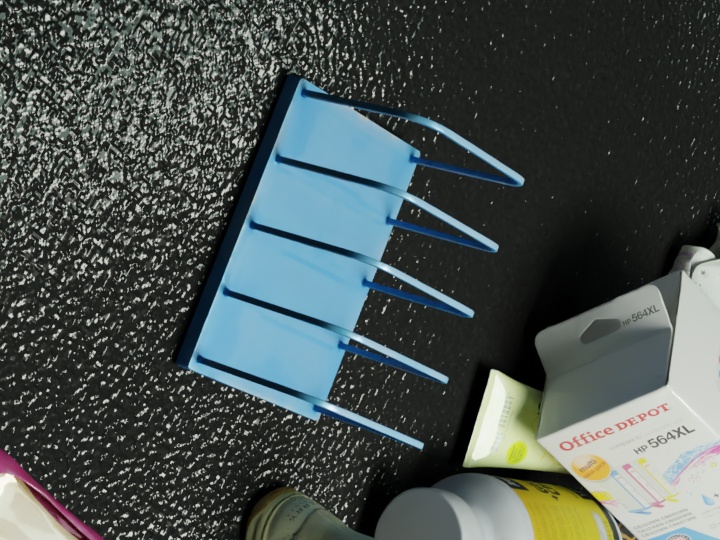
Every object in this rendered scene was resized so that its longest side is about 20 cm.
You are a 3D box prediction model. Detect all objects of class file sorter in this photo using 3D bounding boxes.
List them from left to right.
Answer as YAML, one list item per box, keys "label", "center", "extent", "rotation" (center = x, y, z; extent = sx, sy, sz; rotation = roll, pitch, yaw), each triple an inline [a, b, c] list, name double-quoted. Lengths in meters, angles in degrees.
- label: "file sorter"
  center: [0.000, 0.000, 1.244]
  extent: [0.139, 0.123, 0.200]
  rotation: [27, 82, -49]

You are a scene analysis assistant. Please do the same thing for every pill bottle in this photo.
- label: "pill bottle"
  center: [0.102, 0.210, 1.436]
  extent: [0.200, 0.112, 0.112]
  rotation: [15, 91, -50]

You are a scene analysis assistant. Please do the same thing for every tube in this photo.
- label: "tube"
  center: [0.154, 0.132, 1.523]
  extent: [0.200, 0.052, 0.058]
  rotation: [17, 49, -45]

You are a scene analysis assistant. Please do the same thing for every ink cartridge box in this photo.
- label: "ink cartridge box"
  center: [0.233, 0.109, 1.480]
  extent: [0.200, 0.128, 0.125]
  rotation: [43, 39, -25]

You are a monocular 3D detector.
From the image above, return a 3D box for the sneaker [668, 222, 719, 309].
- label: "sneaker"
  center: [0.275, 0.040, 1.627]
  extent: [0.200, 0.075, 0.100]
  rotation: [-46, 108, -24]

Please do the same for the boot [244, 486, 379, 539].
- label: "boot"
  center: [-0.004, 0.258, 1.298]
  extent: [0.073, 0.155, 0.200]
  rotation: [-19, 116, -44]

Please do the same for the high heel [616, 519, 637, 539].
- label: "high heel"
  center: [0.234, 0.308, 1.646]
  extent: [0.143, 0.071, 0.200]
  rotation: [-51, 126, -16]

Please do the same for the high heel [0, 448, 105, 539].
- label: "high heel"
  center: [-0.185, 0.158, 1.106]
  extent: [0.067, 0.096, 0.200]
  rotation: [-53, 136, -22]
